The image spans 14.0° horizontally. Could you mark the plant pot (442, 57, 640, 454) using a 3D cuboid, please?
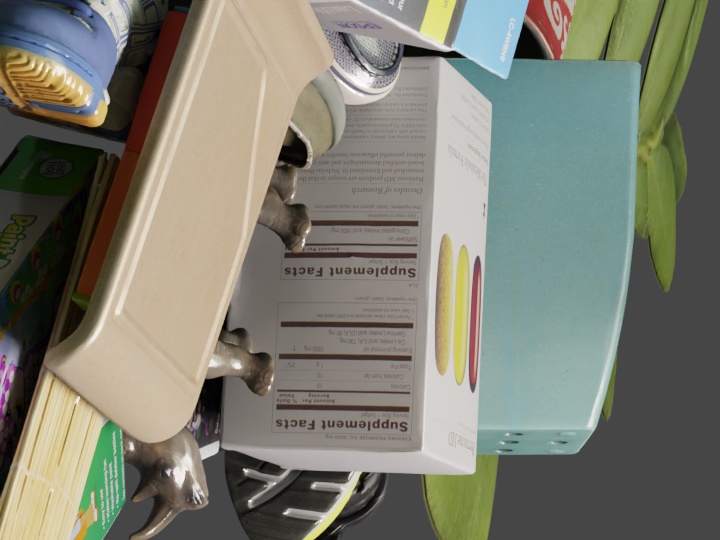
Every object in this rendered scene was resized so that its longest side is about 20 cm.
[{"bbox_3d":[0.079,-0.002,1.638,0.141,0.140,0.201,102,-11,-77],"label":"plant pot"}]

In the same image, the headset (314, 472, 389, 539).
[{"bbox_3d":[-0.004,0.096,1.740,0.200,0.093,0.124,-67,161,-45],"label":"headset"}]

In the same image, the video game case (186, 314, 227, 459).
[{"bbox_3d":[-0.069,-0.001,1.577,0.182,0.023,0.201,-16,116,-74],"label":"video game case"}]

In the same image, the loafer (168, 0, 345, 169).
[{"bbox_3d":[-0.075,-0.096,1.379,0.070,0.075,0.200,-59,143,-10],"label":"loafer"}]

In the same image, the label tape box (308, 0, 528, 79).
[{"bbox_3d":[-0.002,-0.186,1.318,0.199,0.066,0.144,24,78,-41],"label":"label tape box"}]

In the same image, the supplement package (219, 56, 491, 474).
[{"bbox_3d":[0.000,0.000,1.515,0.114,0.109,0.201,28,63,-71],"label":"supplement package"}]

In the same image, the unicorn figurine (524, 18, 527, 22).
[{"bbox_3d":[0.013,-0.225,1.626,0.199,0.074,0.138,11,86,-49],"label":"unicorn figurine"}]

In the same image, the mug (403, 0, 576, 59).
[{"bbox_3d":[0.076,-0.192,1.786,0.200,0.133,0.178,-67,163,-49],"label":"mug"}]

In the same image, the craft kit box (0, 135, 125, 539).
[{"bbox_3d":[-0.159,0.078,1.256,0.198,0.048,0.201,-57,153,-50],"label":"craft kit box"}]

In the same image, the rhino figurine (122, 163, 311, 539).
[{"bbox_3d":[-0.088,0.033,1.426,0.060,0.087,0.201,-2,-107,65],"label":"rhino figurine"}]

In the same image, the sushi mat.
[{"bbox_3d":[-0.124,0.054,1.261,0.096,0.012,0.201,61,42,-68],"label":"sushi mat"}]

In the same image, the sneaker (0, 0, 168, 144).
[{"bbox_3d":[-0.124,-0.105,1.202,0.200,0.075,0.089,6,99,-85],"label":"sneaker"}]

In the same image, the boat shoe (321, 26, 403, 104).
[{"bbox_3d":[-0.006,-0.180,1.409,0.075,0.092,0.201,-36,109,-46],"label":"boat shoe"}]

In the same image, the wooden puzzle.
[{"bbox_3d":[-0.075,-0.033,1.270,0.185,0.037,0.201,58,54,-74],"label":"wooden puzzle"}]

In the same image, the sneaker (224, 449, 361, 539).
[{"bbox_3d":[-0.018,0.066,1.622,0.090,0.078,0.201,72,32,-66],"label":"sneaker"}]
